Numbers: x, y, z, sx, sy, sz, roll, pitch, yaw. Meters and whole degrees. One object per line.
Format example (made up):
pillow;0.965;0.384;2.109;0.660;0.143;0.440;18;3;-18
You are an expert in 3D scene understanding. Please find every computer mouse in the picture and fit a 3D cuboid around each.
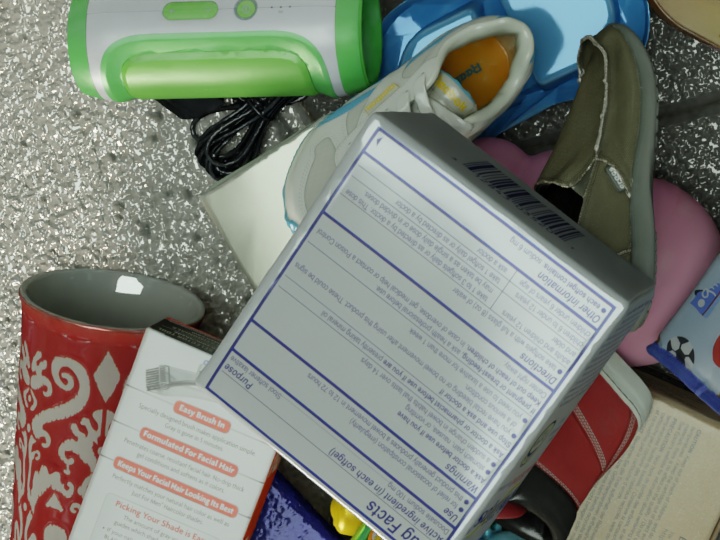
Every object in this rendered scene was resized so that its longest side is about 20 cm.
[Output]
computer mouse;-0.128;-0.171;1.389;0.200;0.053;0.139;43;108;4

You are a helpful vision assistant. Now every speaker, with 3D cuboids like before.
speaker;-0.089;-0.155;1.315;0.198;0.088;0.089;0;100;12

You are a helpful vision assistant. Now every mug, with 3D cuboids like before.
mug;-0.173;0.120;1.403;0.177;0.133;0.202;23;111;39

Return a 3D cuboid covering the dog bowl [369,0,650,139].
dog bowl;0.101;-0.152;1.335;0.199;0.050;0.112;-24;93;17

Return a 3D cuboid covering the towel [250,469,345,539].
towel;-0.094;0.236;1.374;0.148;0.050;0.200;45;99;3

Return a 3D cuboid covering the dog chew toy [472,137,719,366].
dog chew toy;0.136;-0.021;1.302;0.199;0.125;0.125;26;105;1

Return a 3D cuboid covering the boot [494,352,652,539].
boot;0.080;0.072;1.235;0.200;0.144;0.072;46;150;-11

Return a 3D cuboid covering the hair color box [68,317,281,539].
hair color box;-0.120;0.146;1.314;0.110;0.064;0.201;22;99;4

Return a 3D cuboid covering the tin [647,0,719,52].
tin;0.268;-0.181;1.269;0.199;0.042;0.113;28;88;-4

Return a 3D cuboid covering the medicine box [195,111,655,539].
medicine box;0.038;0.039;1.155;0.182;0.103;0.201;38;105;13

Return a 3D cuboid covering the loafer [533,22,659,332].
loafer;0.143;-0.062;1.218;0.069;0.075;0.202;3;66;-4

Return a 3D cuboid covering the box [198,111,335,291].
box;0.000;0.000;1.346;0.108;0.128;0.201;-30;91;16

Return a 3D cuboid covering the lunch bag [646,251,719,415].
lunch bag;0.303;0.027;1.251;0.171;0.199;0.124;-57;46;15

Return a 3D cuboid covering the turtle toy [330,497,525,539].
turtle toy;0.048;0.227;1.289;0.144;0.101;0.202;5;101;-6

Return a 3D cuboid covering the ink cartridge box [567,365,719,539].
ink cartridge box;0.161;0.161;1.359;0.164;0.075;0.201;25;104;8

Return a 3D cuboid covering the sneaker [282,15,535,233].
sneaker;0.029;-0.091;1.246;0.077;0.081;0.200;46;71;-7
